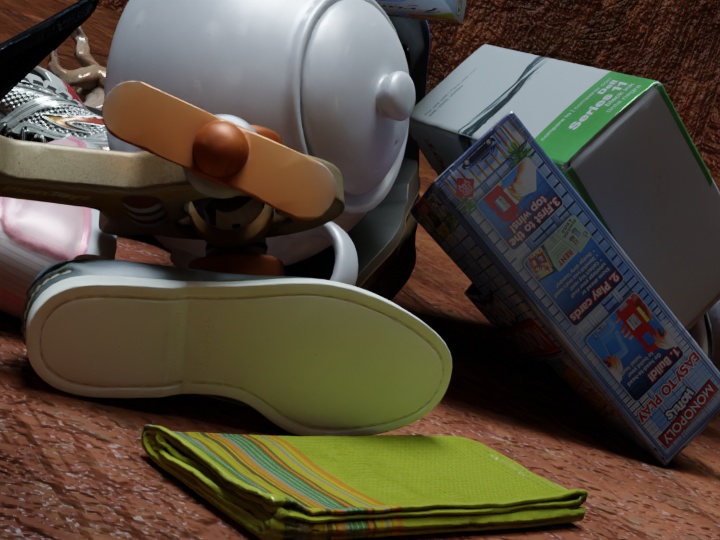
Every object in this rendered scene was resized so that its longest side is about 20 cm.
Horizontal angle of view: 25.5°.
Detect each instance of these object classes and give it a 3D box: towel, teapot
[{"bbox_3d":[0.008,0.085,0.669,0.199,0.018,0.086,7,15,-46],"label":"towel"},{"bbox_3d":[-0.037,-0.088,0.880,0.145,0.202,0.197,3,25,32],"label":"teapot"}]

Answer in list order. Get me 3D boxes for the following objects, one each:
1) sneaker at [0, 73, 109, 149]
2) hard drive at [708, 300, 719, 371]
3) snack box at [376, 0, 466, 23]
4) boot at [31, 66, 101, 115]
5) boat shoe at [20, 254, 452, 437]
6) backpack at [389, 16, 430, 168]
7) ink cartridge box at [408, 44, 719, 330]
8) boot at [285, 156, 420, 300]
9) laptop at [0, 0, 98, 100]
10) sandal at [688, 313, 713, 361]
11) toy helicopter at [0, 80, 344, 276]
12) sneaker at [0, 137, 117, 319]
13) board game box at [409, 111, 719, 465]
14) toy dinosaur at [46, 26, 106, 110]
[{"bbox_3d":[-0.185,-0.073,1.019,0.198,0.079,0.082,13,16,-12],"label":"sneaker"},{"bbox_3d":[0.250,0.036,1.036,0.025,0.133,0.200,-21,24,-16],"label":"hard drive"},{"bbox_3d":[-0.009,-0.205,1.037,0.141,0.054,0.200,9,2,10],"label":"snack box"},{"bbox_3d":[-0.273,-0.113,1.150,0.198,0.073,0.144,13,-6,19],"label":"boot"},{"bbox_3d":[-0.054,0.027,0.718,0.198,0.074,0.062,8,17,-21],"label":"boat shoe"},{"bbox_3d":[-0.050,-0.130,1.225,0.198,0.185,0.147,11,31,14],"label":"backpack"},{"bbox_3d":[0.132,-0.054,1.005,0.147,0.083,0.200,55,-13,-28],"label":"ink cartridge box"},{"bbox_3d":[0.000,0.000,0.977,0.073,0.076,0.200,-1,24,20],"label":"boot"},{"bbox_3d":[-0.253,-0.086,0.752,0.104,0.199,0.177,50,30,-7],"label":"laptop"},{"bbox_3d":[0.192,0.035,1.067,0.059,0.080,0.207,10,10,-20],"label":"sandal"},{"bbox_3d":[-0.097,-0.039,0.690,0.198,0.080,0.132,5,-13,-28],"label":"toy helicopter"},{"bbox_3d":[-0.185,-0.034,0.811,0.104,0.076,0.200,19,13,-18],"label":"sneaker"},{"bbox_3d":[0.115,0.020,0.923,0.200,0.062,0.200,48,-8,2],"label":"board game box"},{"bbox_3d":[-0.201,-0.139,1.344,0.134,0.086,0.200,23,15,-7],"label":"toy dinosaur"}]
